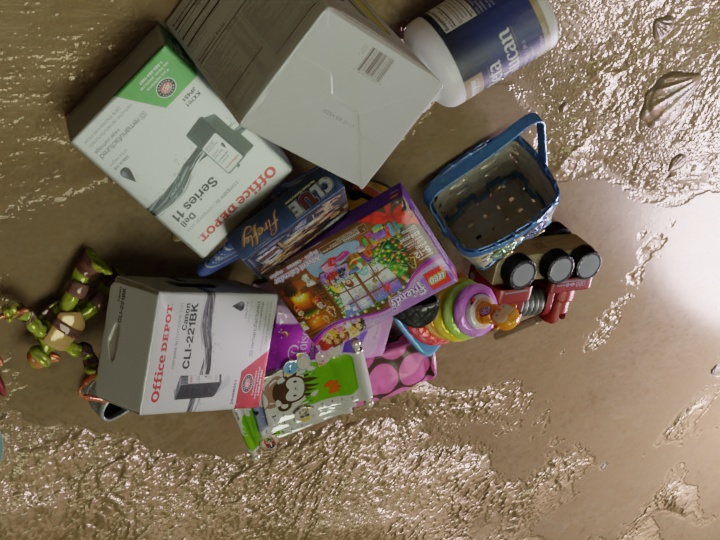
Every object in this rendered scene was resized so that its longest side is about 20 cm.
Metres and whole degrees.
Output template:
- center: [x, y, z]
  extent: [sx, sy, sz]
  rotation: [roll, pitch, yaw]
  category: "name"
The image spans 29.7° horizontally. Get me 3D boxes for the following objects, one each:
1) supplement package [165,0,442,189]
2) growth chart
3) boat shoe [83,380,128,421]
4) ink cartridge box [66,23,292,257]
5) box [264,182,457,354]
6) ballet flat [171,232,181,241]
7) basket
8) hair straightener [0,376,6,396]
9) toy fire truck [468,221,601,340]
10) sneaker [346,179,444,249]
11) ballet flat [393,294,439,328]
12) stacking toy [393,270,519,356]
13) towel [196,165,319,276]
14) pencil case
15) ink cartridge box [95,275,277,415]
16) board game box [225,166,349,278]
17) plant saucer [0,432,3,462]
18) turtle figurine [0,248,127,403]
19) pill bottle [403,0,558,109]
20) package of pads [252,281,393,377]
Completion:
- center: [-0.059, -0.225, 1.409]
  extent: [0.190, 0.200, 0.147]
  rotation: [24, 111, -46]
  category: "supplement package"
- center: [-0.076, 0.165, 1.772]
  extent: [0.198, 0.018, 0.145]
  rotation: [-24, 132, 0]
  category: "growth chart"
- center: [-0.250, 0.116, 1.686]
  extent: [0.200, 0.072, 0.070]
  rotation: [-37, 139, -2]
  category: "boat shoe"
- center: [-0.190, -0.134, 1.444]
  extent: [0.147, 0.083, 0.200]
  rotation: [-44, 118, 7]
  category: "ink cartridge box"
- center: [0.000, 0.000, 1.652]
  extent: [0.199, 0.039, 0.137]
  rotation: [-29, 117, 14]
  category: "box"
- center: [-0.164, -0.122, 1.542]
  extent: [0.200, 0.071, 0.070]
  rotation: [-46, 138, 11]
  category: "ballet flat"
- center: [0.170, -0.102, 1.728]
  extent: [0.175, 0.140, 0.200]
  rotation: [-34, 149, -1]
  category: "basket"
- center: [-0.465, 0.091, 1.534]
  extent: [0.076, 0.041, 0.201]
  rotation: [-25, 143, -13]
  category: "hair straightener"
- center: [0.227, 0.039, 1.932]
  extent: [0.174, 0.129, 0.202]
  rotation: [-7, 121, -29]
  category: "toy fire truck"
- center: [0.033, -0.033, 1.728]
  extent: [0.200, 0.070, 0.091]
  rotation: [47, 67, -44]
  category: "sneaker"
- center: [0.009, 0.011, 1.723]
  extent: [0.198, 0.067, 0.057]
  rotation: [24, 136, -4]
  category: "ballet flat"
- center: [0.139, 0.053, 1.788]
  extent: [0.116, 0.199, 0.110]
  rotation: [-47, 116, -19]
  category: "stacking toy"
- center: [-0.099, -0.069, 1.563]
  extent: [0.144, 0.024, 0.200]
  rotation: [-33, 174, -47]
  category: "towel"
- center: [0.009, 0.138, 1.881]
  extent: [0.198, 0.091, 0.095]
  rotation: [-19, 129, -23]
  category: "pencil case"
- center: [-0.203, 0.087, 1.604]
  extent: [0.199, 0.083, 0.146]
  rotation: [3, 99, -50]
  category: "ink cartridge box"
- center: [-0.077, -0.052, 1.527]
  extent: [0.135, 0.035, 0.200]
  rotation: [-36, 175, -2]
  category: "board game box"
- center: [-0.527, 0.220, 1.614]
  extent: [0.199, 0.039, 0.202]
  rotation: [-18, 136, -19]
  category: "plant saucer"
- center: [-0.334, 0.062, 1.584]
  extent: [0.162, 0.064, 0.200]
  rotation: [-49, 128, 2]
  category: "turtle figurine"
- center: [0.119, -0.259, 1.570]
  extent: [0.199, 0.111, 0.112]
  rotation: [-32, 139, -6]
  category: "pill bottle"
- center: [-0.049, 0.065, 1.778]
  extent: [0.198, 0.076, 0.122]
  rotation: [-8, 129, -29]
  category: "package of pads"
